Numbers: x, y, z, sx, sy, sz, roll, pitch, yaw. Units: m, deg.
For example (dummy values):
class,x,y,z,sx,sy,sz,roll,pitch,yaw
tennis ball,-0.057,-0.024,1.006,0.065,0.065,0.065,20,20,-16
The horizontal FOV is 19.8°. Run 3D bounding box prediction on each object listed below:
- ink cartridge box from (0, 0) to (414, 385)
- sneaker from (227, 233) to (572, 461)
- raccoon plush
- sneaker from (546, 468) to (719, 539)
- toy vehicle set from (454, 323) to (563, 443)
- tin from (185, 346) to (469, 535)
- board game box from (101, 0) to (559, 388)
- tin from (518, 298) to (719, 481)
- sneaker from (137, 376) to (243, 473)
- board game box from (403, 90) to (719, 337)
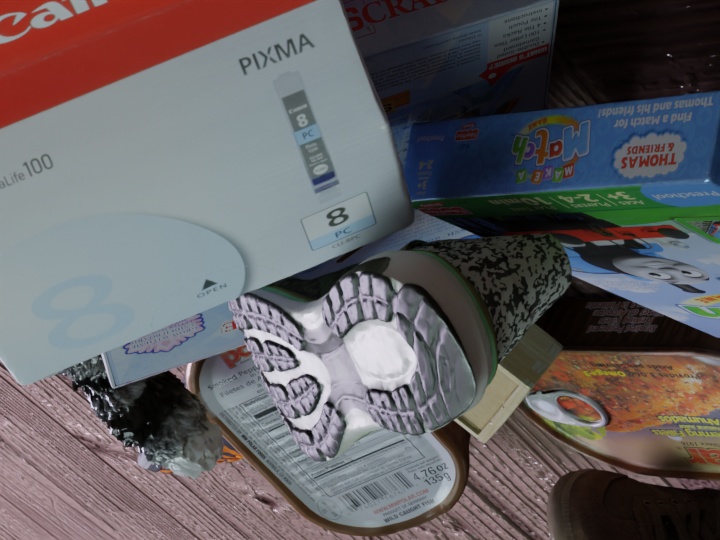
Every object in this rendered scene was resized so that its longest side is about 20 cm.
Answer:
class,x,y,z,sx,sy,sz,roll,pitch,yaw
ink cartridge box,-0.073,-0.046,0.680,0.159,0.048,0.200,-22,154,-1
sneaker,0.017,0.022,0.792,0.200,0.088,0.077,-8,107,63
raccoon plush,-0.109,-0.005,1.030,0.200,0.097,0.134,38,122,-21
sneaker,0.161,0.130,1.037,0.075,0.071,0.200,-17,165,27
toy vehicle set,0.000,0.000,0.988,0.200,0.027,0.124,38,163,4
tin,-0.016,0.075,1.131,0.111,0.042,0.200,-27,128,19
board game box,-0.024,-0.040,0.826,0.198,0.041,0.200,-17,153,-8
tin,0.154,0.058,0.984,0.199,0.042,0.112,-1,139,48
sneaker,-0.064,0.105,1.260,0.112,0.078,0.200,33,156,-8
board game box,0.137,-0.015,0.785,0.199,0.037,0.151,20,166,-39
